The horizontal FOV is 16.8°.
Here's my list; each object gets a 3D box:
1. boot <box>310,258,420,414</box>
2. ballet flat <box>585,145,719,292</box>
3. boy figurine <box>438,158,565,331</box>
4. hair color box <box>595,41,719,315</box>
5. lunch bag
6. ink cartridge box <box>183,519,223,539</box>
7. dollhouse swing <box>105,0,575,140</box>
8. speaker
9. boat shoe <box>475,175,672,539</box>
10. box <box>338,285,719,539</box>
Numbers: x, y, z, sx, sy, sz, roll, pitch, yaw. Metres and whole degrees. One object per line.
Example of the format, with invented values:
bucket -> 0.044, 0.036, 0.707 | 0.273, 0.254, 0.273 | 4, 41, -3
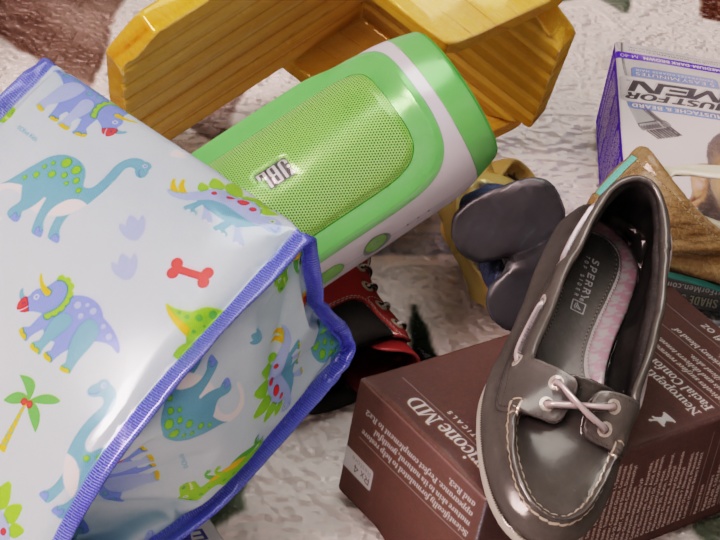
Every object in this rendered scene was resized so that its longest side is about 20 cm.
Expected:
boot -> 0.000, 0.000, 1.259 | 0.144, 0.073, 0.200 | 30, 45, 27
ballet flat -> 0.202, -0.013, 1.262 | 0.199, 0.073, 0.068 | 23, 5, -27
boy figurine -> 0.078, -0.015, 1.272 | 0.064, 0.125, 0.200 | -26, 6, 4
hair color box -> 0.196, -0.054, 1.401 | 0.109, 0.065, 0.200 | 9, 34, -3
lunch bag -> -0.130, 0.041, 1.034 | 0.170, 0.128, 0.200 | 32, 69, 29
ink cartridge box -> -0.184, 0.090, 1.091 | 0.199, 0.041, 0.200 | -6, 37, -24
dollhouse swing -> -0.014, -0.101, 1.325 | 0.182, 0.200, 0.176 | 39, 74, 7
speaker -> -0.035, -0.031, 1.165 | 0.200, 0.089, 0.088 | -34, 45, -6
boat shoe -> 0.099, 0.035, 1.090 | 0.067, 0.057, 0.200 | 24, 47, -6
box -> 0.100, 0.080, 1.159 | 0.199, 0.075, 0.100 | -17, 43, -33
